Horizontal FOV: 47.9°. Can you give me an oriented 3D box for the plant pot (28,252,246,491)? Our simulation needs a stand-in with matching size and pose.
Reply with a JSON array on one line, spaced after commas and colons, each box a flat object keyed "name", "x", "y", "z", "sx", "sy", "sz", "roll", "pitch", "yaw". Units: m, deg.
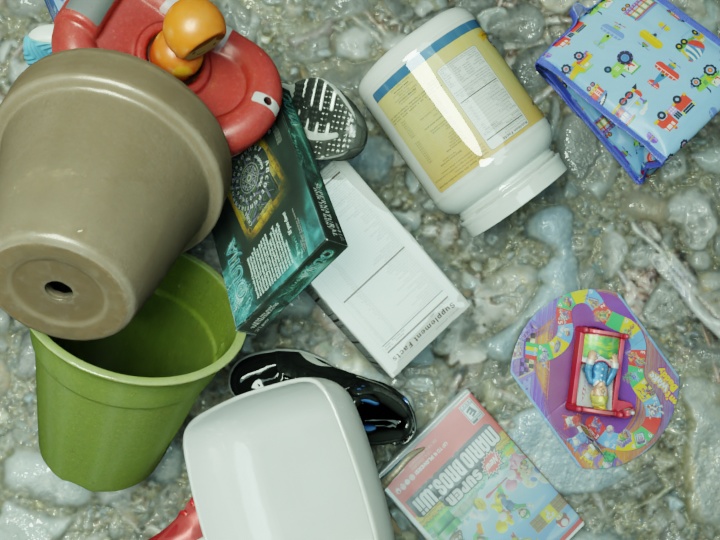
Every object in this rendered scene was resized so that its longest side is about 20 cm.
[{"name": "plant pot", "x": -0.228, "y": 0.100, "z": 0.767, "sx": 0.198, "sy": 0.201, "sz": 0.191, "roll": 22, "pitch": 122, "yaw": -4}]

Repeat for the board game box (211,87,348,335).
[{"name": "board game box", "x": -0.090, "y": -0.060, "z": 0.758, "sx": 0.135, "sy": 0.028, "sz": 0.201, "roll": -43, "pitch": 50, "yaw": 30}]

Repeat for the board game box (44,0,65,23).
[{"name": "board game box", "x": -0.230, "y": -0.227, "z": 0.842, "sx": 0.135, "sy": 0.034, "sz": 0.202, "roll": -21, "pitch": 86, "yaw": -29}]

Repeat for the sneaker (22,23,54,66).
[{"name": "sneaker", "x": -0.223, "y": -0.212, "z": 0.786, "sx": 0.198, "sy": 0.076, "sz": 0.081, "roll": -2, "pitch": 67, "yaw": -32}]

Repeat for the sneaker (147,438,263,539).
[{"name": "sneaker", "x": -0.152, "y": 0.225, "z": 0.842, "sx": 0.198, "sy": 0.078, "sz": 0.116, "roll": -20, "pitch": 80, "yaw": -19}]

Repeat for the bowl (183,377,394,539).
[{"name": "bowl", "x": -0.060, "y": 0.206, "z": 0.751, "sx": 0.199, "sy": 0.074, "sz": 0.201, "roll": -23, "pitch": 79, "yaw": 30}]

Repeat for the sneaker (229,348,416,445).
[{"name": "sneaker", "x": -0.036, "y": 0.126, "z": 0.823, "sx": 0.198, "sy": 0.112, "sz": 0.074, "roll": 14, "pitch": 85, "yaw": -5}]

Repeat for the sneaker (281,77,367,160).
[{"name": "sneaker", "x": -0.042, "y": -0.153, "z": 0.813, "sx": 0.079, "sy": 0.200, "sz": 0.074, "roll": 12, "pitch": 103, "yaw": -35}]

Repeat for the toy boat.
[{"name": "toy boat", "x": -0.153, "y": -0.187, "z": 0.694, "sx": 0.199, "sy": 0.130, "sz": 0.131, "roll": 31, "pitch": 65, "yaw": -22}]

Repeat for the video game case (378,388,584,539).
[{"name": "video game case", "x": 0.130, "y": 0.252, "z": 0.889, "sx": 0.143, "sy": 0.017, "sz": 0.200, "roll": -42, "pitch": 92, "yaw": -7}]

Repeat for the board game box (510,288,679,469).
[{"name": "board game box", "x": 0.270, "y": 0.119, "z": 0.899, "sx": 0.158, "sy": 0.039, "sz": 0.201, "roll": -36, "pitch": 91, "yaw": -7}]

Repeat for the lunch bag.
[{"name": "lunch bag", "x": 0.306, "y": -0.227, "z": 0.908, "sx": 0.150, "sy": 0.094, "sz": 0.200, "roll": -43, "pitch": 82, "yaw": -4}]

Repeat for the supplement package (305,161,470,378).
[{"name": "supplement package", "x": 0.000, "y": 0.000, "z": 0.843, "sx": 0.114, "sy": 0.110, "sz": 0.200, "roll": -41, "pitch": 91, "yaw": -7}]

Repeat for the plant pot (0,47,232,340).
[{"name": "plant pot", "x": -0.214, "y": -0.043, "z": 0.648, "sx": 0.198, "sy": 0.201, "sz": 0.176, "roll": 10, "pitch": 46, "yaw": -5}]

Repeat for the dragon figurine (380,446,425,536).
[{"name": "dragon figurine", "x": -0.007, "y": 0.254, "z": 0.826, "sx": 0.058, "sy": 0.099, "sz": 0.202, "roll": 19, "pitch": 93, "yaw": -23}]

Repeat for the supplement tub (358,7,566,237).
[{"name": "supplement tub", "x": 0.108, "y": -0.151, "z": 0.847, "sx": 0.144, "sy": 0.145, "sz": 0.201, "roll": -36, "pitch": 91, "yaw": -7}]
